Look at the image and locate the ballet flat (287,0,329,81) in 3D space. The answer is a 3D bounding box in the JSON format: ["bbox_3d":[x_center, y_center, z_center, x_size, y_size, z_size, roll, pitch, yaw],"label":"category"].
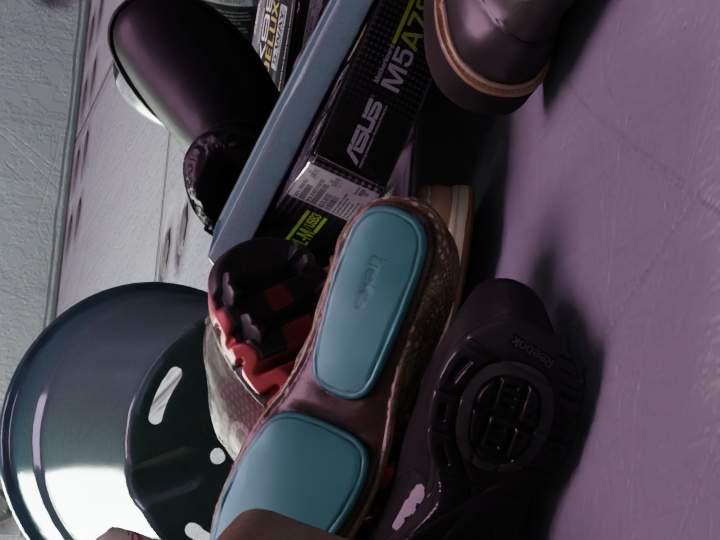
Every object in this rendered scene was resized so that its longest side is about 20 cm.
[{"bbox_3d":[0.008,-0.164,1.320,0.066,0.057,0.200,-35,-26,-45],"label":"ballet flat"}]

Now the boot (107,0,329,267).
[{"bbox_3d":[-0.081,-0.085,1.315,0.076,0.200,0.168,-39,5,6],"label":"boot"}]

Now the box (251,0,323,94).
[{"bbox_3d":[-0.046,-0.098,1.485,0.158,0.050,0.200,-131,50,-73],"label":"box"}]

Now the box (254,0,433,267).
[{"bbox_3d":[0.006,-0.101,1.154,0.200,0.047,0.193,134,158,-70],"label":"box"}]

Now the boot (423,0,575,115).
[{"bbox_3d":[0.074,-0.189,0.996,0.138,0.077,0.200,128,134,-58],"label":"boot"}]

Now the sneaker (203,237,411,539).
[{"bbox_3d":[-0.019,0.085,1.076,0.201,0.071,0.098,60,151,19],"label":"sneaker"}]

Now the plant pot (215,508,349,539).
[{"bbox_3d":[-0.019,0.217,0.882,0.177,0.200,0.200,-75,8,-52],"label":"plant pot"}]

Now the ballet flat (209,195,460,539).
[{"bbox_3d":[-0.005,0.064,0.985,0.200,0.070,0.065,-64,-24,5],"label":"ballet flat"}]

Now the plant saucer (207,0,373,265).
[{"bbox_3d":[-0.028,-0.090,1.115,0.200,0.019,0.070,-61,8,17],"label":"plant saucer"}]

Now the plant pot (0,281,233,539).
[{"bbox_3d":[-0.092,0.100,1.289,0.196,0.200,0.201,169,108,-69],"label":"plant pot"}]

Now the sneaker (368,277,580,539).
[{"bbox_3d":[0.045,0.094,0.963,0.091,0.076,0.200,-86,16,-63],"label":"sneaker"}]

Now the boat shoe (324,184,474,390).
[{"bbox_3d":[0.007,0.025,1.130,0.200,0.066,0.074,113,169,-48],"label":"boat shoe"}]

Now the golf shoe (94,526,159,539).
[{"bbox_3d":[-0.138,0.220,1.207,0.200,0.088,0.077,-56,-3,27],"label":"golf shoe"}]

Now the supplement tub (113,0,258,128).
[{"bbox_3d":[-0.112,-0.209,1.673,0.200,0.122,0.123,112,161,-45],"label":"supplement tub"}]
